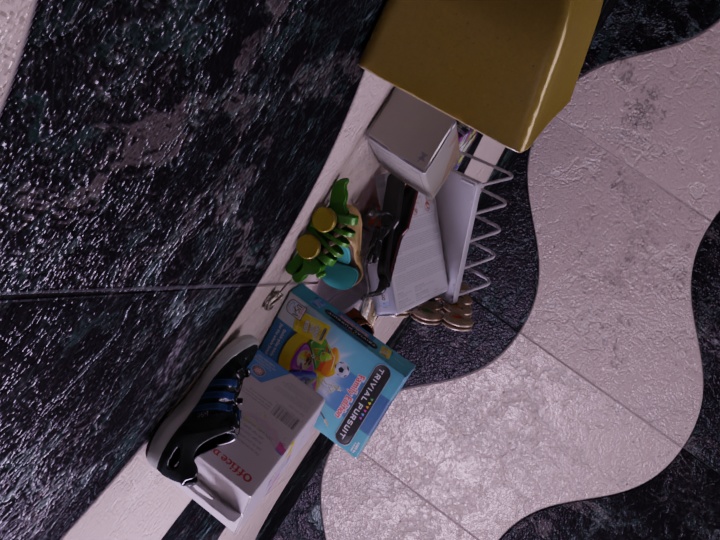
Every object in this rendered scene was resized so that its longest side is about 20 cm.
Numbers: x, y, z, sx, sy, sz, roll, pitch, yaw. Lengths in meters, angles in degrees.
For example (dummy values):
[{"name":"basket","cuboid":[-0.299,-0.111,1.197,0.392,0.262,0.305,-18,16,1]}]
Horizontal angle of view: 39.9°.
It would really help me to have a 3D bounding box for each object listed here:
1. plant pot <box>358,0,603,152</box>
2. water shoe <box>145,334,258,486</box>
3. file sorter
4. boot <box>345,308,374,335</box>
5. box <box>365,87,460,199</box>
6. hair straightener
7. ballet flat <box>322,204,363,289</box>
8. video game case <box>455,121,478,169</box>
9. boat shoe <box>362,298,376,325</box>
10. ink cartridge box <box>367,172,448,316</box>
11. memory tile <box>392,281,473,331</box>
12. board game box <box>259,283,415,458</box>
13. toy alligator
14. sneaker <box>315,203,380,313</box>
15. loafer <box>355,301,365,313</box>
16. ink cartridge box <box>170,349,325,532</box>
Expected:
[{"name":"plant pot","cuboid":[0.143,-0.275,0.993,0.195,0.192,0.202,-44,160,-53]},{"name":"water shoe","cuboid":[-0.171,0.169,1.188,0.201,0.078,0.072,-52,171,-28]},{"name":"file sorter","cuboid":[0.152,-0.079,1.603,0.123,0.138,0.204,-17,126,-44]},{"name":"boot","cuboid":[-0.058,0.144,1.502,0.201,0.077,0.155,-50,-159,-8]},{"name":"box","cuboid":[0.073,-0.163,1.295,0.078,0.094,0.200,-56,173,0]},{"name":"hair straightener","cuboid":[0.028,-0.054,1.382,0.040,0.077,0.203,-3,-120,43]},{"name":"ballet flat","cuboid":[-0.019,-0.031,1.365,0.200,0.067,0.064,102,10,-71]},{"name":"video game case","cuboid":[0.156,-0.197,1.828,0.202,0.035,0.181,-61,172,28]},{"name":"boat shoe","cuboid":[0.032,0.010,1.719,0.202,0.062,0.073,-61,-167,0]},{"name":"ink cartridge box","cuboid":[0.064,-0.049,1.494,0.159,0.047,0.204,-20,102,-54]},{"name":"memory tile","cuboid":[0.107,0.044,1.593,0.200,0.150,0.017,-77,180,-72]},{"name":"board game box","cuboid":[-0.044,0.140,1.388,0.152,0.198,0.047,-59,170,23]},{"name":"toy alligator","cuboid":[-0.052,-0.020,1.243,0.202,0.054,0.059,-59,171,15]},{"name":"sneaker","cuboid":[0.000,0.000,1.535,0.201,0.077,0.112,-54,170,-16]},{"name":"loafer","cuboid":[-0.022,0.035,1.645,0.062,0.072,0.202,22,104,-39]},{"name":"ink cartridge box","cuboid":[-0.161,0.230,1.309,0.200,0.128,0.126,-49,169,-37]}]
